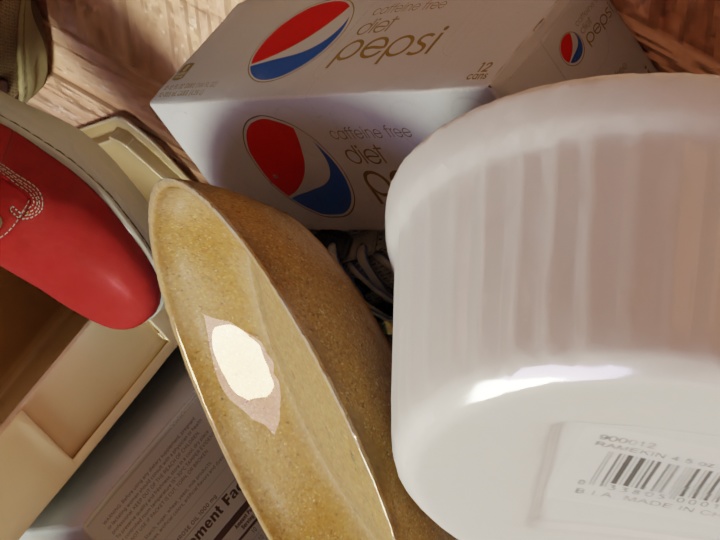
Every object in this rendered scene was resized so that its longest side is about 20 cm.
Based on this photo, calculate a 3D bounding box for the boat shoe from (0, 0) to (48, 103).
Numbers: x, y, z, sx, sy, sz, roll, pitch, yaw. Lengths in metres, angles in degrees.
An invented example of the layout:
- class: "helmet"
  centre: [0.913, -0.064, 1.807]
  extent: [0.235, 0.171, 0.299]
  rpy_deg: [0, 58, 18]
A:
- class: "boat shoe"
  centre: [-0.178, -0.118, 1.185]
  extent: [0.072, 0.072, 0.200]
  rpy_deg: [31, 152, 18]

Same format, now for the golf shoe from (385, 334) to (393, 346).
- class: "golf shoe"
  centre: [0.064, 0.068, 1.148]
  extent: [0.200, 0.088, 0.077]
  rpy_deg: [44, -153, -70]

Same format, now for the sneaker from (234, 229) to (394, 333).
- class: "sneaker"
  centre: [0.000, 0.000, 1.121]
  extent: [0.200, 0.085, 0.077]
  rpy_deg: [0, 134, 52]

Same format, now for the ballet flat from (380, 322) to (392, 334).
- class: "ballet flat"
  centre: [0.004, 0.117, 1.214]
  extent: [0.072, 0.201, 0.072]
  rpy_deg: [3, 169, 1]

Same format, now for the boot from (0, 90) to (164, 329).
- class: "boot"
  centre: [-0.172, -0.014, 1.129]
  extent: [0.200, 0.144, 0.072]
  rpy_deg: [38, 132, -14]

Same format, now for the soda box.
- class: "soda box"
  centre: [0.015, -0.059, 1.034]
  extent: [0.200, 0.064, 0.068]
  rpy_deg: [1, 135, 51]

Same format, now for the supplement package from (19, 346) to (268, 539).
- class: "supplement package"
  centre: [-0.088, 0.101, 1.315]
  extent: [0.111, 0.156, 0.200]
  rpy_deg: [48, 153, -17]

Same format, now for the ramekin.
- class: "ramekin"
  centre: [0.102, 0.030, 0.927]
  extent: [0.200, 0.098, 0.201]
  rpy_deg: [6, 152, 3]

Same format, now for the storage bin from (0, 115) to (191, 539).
- class: "storage bin"
  centre: [-0.172, 0.044, 1.285]
  extent: [0.094, 0.200, 0.198]
  rpy_deg: [47, 153, -17]

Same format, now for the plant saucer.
- class: "plant saucer"
  centre: [-0.015, 0.052, 1.037]
  extent: [0.200, 0.035, 0.200]
  rpy_deg: [55, 161, 29]
